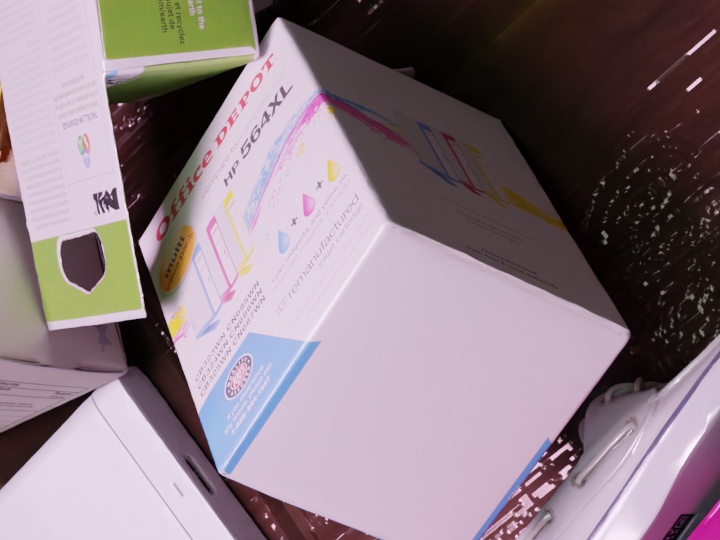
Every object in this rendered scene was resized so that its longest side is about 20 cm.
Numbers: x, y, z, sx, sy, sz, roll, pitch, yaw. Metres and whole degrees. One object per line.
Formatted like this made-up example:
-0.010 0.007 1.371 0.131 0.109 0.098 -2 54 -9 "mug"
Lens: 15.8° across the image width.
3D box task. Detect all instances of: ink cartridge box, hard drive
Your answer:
0.000 0.000 1.086 0.129 0.125 0.200 -56 31 19 "ink cartridge box"
-0.138 0.161 1.264 0.200 0.027 0.132 -45 73 24 "hard drive"
-0.102 -0.081 1.137 0.148 0.075 0.201 -8 91 66 "ink cartridge box"

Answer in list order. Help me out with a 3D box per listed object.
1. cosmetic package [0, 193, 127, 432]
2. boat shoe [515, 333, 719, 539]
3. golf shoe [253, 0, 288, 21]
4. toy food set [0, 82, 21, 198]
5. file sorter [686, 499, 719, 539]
-0.223 0.041 1.248 0.199 0.103 0.088 -24 70 29 "cosmetic package"
0.123 0.079 1.096 0.066 0.072 0.201 44 112 32 "boat shoe"
-0.036 -0.182 1.146 0.200 0.094 0.078 -45 75 25 "golf shoe"
-0.228 -0.120 1.272 0.199 0.060 0.144 17 102 27 "toy food set"
0.148 0.213 1.038 0.125 0.139 0.200 34 109 -8 "file sorter"
